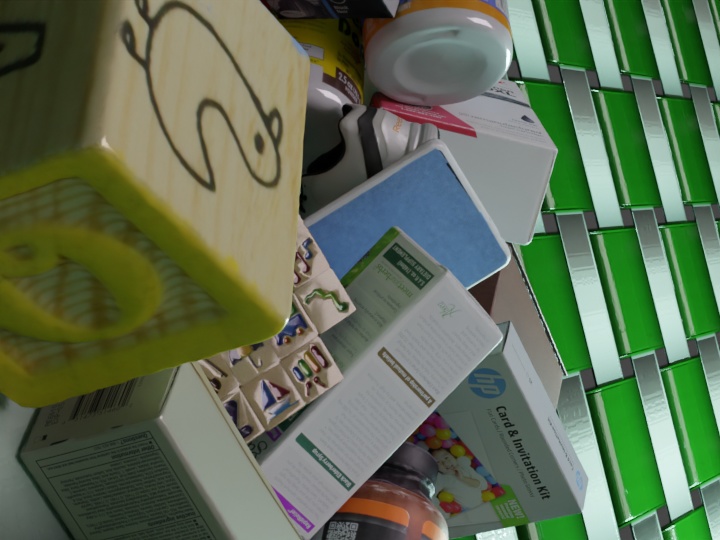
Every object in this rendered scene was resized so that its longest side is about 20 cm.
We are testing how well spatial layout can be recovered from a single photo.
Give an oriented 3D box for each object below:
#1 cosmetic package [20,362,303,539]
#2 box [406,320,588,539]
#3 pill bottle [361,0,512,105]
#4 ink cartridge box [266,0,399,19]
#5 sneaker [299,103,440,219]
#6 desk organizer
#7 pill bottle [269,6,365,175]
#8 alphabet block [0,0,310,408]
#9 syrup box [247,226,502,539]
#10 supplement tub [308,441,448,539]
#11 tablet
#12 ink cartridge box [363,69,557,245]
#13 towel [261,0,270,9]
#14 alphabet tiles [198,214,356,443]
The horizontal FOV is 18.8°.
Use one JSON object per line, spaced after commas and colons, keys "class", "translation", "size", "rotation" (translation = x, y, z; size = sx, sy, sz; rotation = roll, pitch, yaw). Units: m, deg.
{"class": "cosmetic package", "translation": [-0.111, 0.153, 1.331], "size": [0.201, 0.103, 0.073], "rotation": [62, 26, -29]}
{"class": "box", "translation": [0.046, 0.127, 1.576], "size": [0.157, 0.198, 0.041], "rotation": [62, 26, -29]}
{"class": "pill bottle", "translation": [0.051, -0.235, 1.638], "size": [0.112, 0.111, 0.202], "rotation": [42, 36, -52]}
{"class": "ink cartridge box", "translation": [-0.051, -0.243, 1.500], "size": [0.200, 0.099, 0.040], "rotation": [52, 49, -51]}
{"class": "sneaker", "translation": [-0.018, -0.037, 1.599], "size": [0.079, 0.201, 0.074], "rotation": [25, 23, -10]}
{"class": "desk organizer", "translation": [0.105, 0.061, 1.744], "size": [0.201, 0.071, 0.078], "rotation": [63, 35, -50]}
{"class": "pill bottle", "translation": [-0.049, -0.178, 1.656], "size": [0.109, 0.108, 0.201], "rotation": [49, 35, -46]}
{"class": "alphabet block", "translation": [-0.159, -0.069, 1.229], "size": [0.195, 0.195, 0.201], "rotation": [43, 38, -43]}
{"class": "syrup box", "translation": [-0.008, 0.077, 1.476], "size": [0.081, 0.200, 0.079], "rotation": [47, -3, -37]}
{"class": "supplement tub", "translation": [0.002, 0.218, 1.496], "size": [0.107, 0.106, 0.202], "rotation": [47, 48, -47]}
{"class": "tablet", "translation": [0.000, 0.000, 1.566], "size": [0.130, 0.199, 0.014], "rotation": [55, 6, -37]}
{"class": "ink cartridge box", "translation": [0.062, -0.103, 1.723], "size": [0.200, 0.143, 0.085], "rotation": [-106, -150, -70]}
{"class": "towel", "translation": [-0.097, -0.171, 1.505], "size": [0.145, 0.022, 0.202], "rotation": [51, 32, -49]}
{"class": "alphabet tiles", "translation": [-0.100, 0.010, 1.397], "size": [0.166, 0.006, 0.201], "rotation": [-33, 92, -26]}
